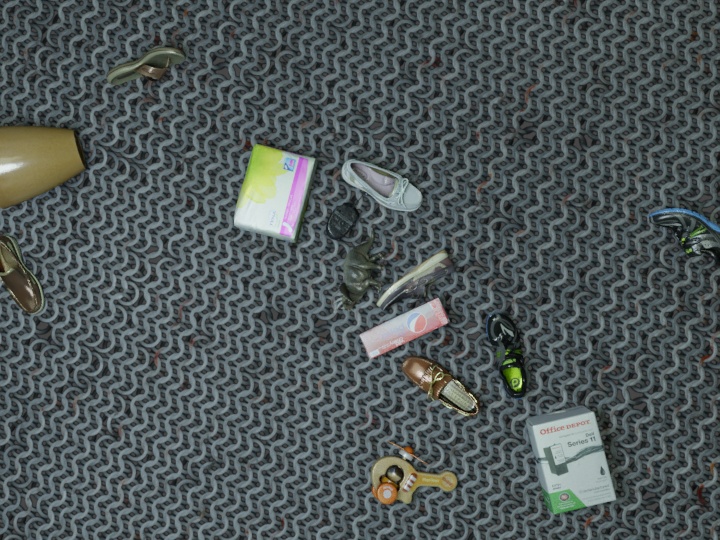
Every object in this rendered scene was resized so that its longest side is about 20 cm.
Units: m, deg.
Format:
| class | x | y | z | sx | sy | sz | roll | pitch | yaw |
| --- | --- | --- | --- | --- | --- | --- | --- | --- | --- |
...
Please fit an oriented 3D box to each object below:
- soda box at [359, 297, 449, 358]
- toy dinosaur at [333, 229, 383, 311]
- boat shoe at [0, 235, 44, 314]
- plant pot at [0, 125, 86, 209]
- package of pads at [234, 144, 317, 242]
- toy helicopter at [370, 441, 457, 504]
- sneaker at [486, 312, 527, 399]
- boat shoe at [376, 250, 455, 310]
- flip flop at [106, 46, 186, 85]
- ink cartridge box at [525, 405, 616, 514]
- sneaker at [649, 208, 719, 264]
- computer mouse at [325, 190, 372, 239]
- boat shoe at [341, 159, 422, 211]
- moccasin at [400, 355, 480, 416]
| class | x | y | z | sx | sy | sz | roll | pitch | yaw |
| --- | --- | --- | --- | --- | --- | --- | --- | --- | --- |
| soda box | 0.100 | 0.130 | 1.630 | 0.199 | 0.070 | 0.064 | -25 | 87 | 3 |
| toy dinosaur | 0.000 | 0.000 | 1.637 | 0.102 | 0.077 | 0.201 | 7 | 92 | -3 |
| boat shoe | -0.815 | 0.013 | 1.682 | 0.075 | 0.075 | 0.203 | -31 | 87 | 2 |
| plant pot | -0.742 | -0.255 | 1.646 | 0.199 | 0.186 | 0.187 | -15 | 88 | -10 |
| package of pads | -0.198 | -0.178 | 1.656 | 0.154 | 0.068 | 0.201 | 14 | 89 | 3 |
| toy helicopter | 0.122 | 0.461 | 1.631 | 0.199 | 0.079 | 0.133 | 6 | 80 | -7 |
| sneaker | 0.335 | 0.190 | 1.609 | 0.070 | 0.083 | 0.201 | -14 | 88 | 2 |
| boat shoe | 0.128 | 0.033 | 1.632 | 0.200 | 0.072 | 0.065 | -37 | 82 | -4 |
| flip flop | -0.495 | -0.464 | 1.674 | 0.199 | 0.081 | 0.058 | -18 | 83 | 7 |
| ink cartridge box | 0.464 | 0.416 | 1.595 | 0.146 | 0.083 | 0.201 | -14 | 87 | 2 |
| sneaker | 0.734 | -0.077 | 1.591 | 0.199 | 0.071 | 0.083 | 27 | 84 | 1 |
| computer mouse | -0.013 | -0.156 | 1.667 | 0.059 | 0.034 | 0.200 | 38 | 84 | -10 |
| boat shoe | 0.053 | -0.194 | 1.630 | 0.201 | 0.065 | 0.075 | 28 | 85 | -11 |
| moccasin | 0.180 | 0.262 | 1.618 | 0.201 | 0.078 | 0.074 | 40 | 91 | 3 |
